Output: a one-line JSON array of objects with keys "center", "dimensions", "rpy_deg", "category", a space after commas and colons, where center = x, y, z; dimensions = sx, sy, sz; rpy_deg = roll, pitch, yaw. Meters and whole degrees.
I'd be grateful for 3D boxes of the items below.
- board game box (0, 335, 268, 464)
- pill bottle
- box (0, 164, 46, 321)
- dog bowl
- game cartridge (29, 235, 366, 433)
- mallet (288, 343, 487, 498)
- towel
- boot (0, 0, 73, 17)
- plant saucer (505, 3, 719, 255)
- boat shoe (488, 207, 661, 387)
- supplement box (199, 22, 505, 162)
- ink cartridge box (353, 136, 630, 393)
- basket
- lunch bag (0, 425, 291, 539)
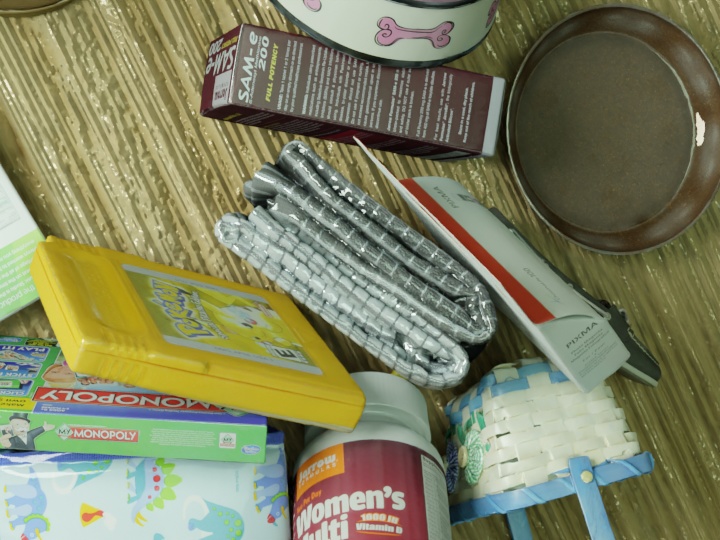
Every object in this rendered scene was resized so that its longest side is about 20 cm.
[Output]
[{"center": [-0.160, 0.085, 0.941], "dimensions": [0.199, 0.135, 0.029], "rpy_deg": [4, 106, -4], "category": "board game box"}, {"center": [0.008, 0.174, 0.957], "dimensions": [0.109, 0.110, 0.200], "rpy_deg": [13, 44, -17], "category": "pill bottle"}, {"center": [-0.314, -0.042, 0.967], "dimensions": [0.144, 0.036, 0.200], "rpy_deg": [-31, 98, -15], "category": "box"}, {"center": [0.019, -0.242, 0.997], "dimensions": [0.199, 0.074, 0.201], "rpy_deg": [12, 52, -16], "category": "dog bowl"}, {"center": [-0.114, 0.038, 0.941], "dimensions": [0.199, 0.176, 0.033], "rpy_deg": [17, 105, -29], "category": "game cartridge"}, {"center": [0.008, 0.091, 1.071], "dimensions": [0.200, 0.041, 0.066], "rpy_deg": [-40, 101, -9], "category": "mallet"}, {"center": [0.000, 0.000, 0.979], "dimensions": [0.200, 0.166, 0.086], "rpy_deg": [36, 87, 1], "category": "towel"}, {"center": [-0.241, -0.205, 0.901], "dimensions": [0.175, 0.200, 0.066], "rpy_deg": [-17, 96, -16], "category": "boot"}, {"center": [0.204, -0.112, 1.129], "dimensions": [0.200, 0.034, 0.201], "rpy_deg": [0, 90, -17], "category": "plant saucer"}, {"center": [0.165, 0.022, 1.101], "dimensions": [0.200, 0.067, 0.057], "rpy_deg": [32, 86, -12], "category": "boat shoe"}, {"center": [-0.008, -0.127, 1.024], "dimensions": [0.199, 0.109, 0.061], "rpy_deg": [9, 89, -18], "category": "supplement box"}, {"center": [0.092, -0.013, 0.943], "dimensions": [0.057, 0.163, 0.200], "rpy_deg": [-41, 146, -3], "category": "ink cartridge box"}, {"center": [0.139, 0.171, 1.043], "dimensions": [0.139, 0.176, 0.201], "rpy_deg": [-16, 76, -18], "category": "basket"}, {"center": [-0.153, 0.195, 0.971], "dimensions": [0.199, 0.127, 0.171], "rpy_deg": [-5, 92, -18], "category": "lunch bag"}]
